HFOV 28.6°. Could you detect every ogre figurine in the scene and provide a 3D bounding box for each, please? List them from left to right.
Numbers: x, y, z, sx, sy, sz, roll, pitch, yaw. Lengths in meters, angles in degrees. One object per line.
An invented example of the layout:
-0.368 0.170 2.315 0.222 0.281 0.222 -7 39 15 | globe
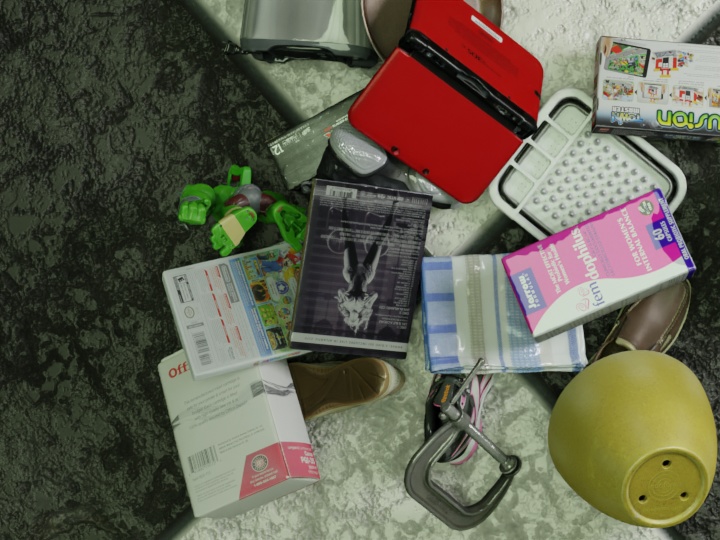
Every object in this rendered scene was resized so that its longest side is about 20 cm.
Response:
-0.136 -0.071 1.706 0.198 0.120 0.099 -15 114 -21 | ogre figurine

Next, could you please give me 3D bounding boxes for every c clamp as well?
0.133 0.223 1.689 0.171 0.200 0.027 -46 42 -7 | c clamp

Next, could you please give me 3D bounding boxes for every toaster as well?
-0.066 -0.319 1.716 0.197 0.114 0.131 5 89 12 | toaster

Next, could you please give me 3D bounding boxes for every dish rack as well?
0.271 -0.100 1.699 0.199 0.044 0.172 39 96 6 | dish rack

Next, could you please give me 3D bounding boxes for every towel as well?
0.170 0.050 1.690 0.197 0.024 0.149 -1 76 -8 | towel

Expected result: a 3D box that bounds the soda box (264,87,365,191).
-0.013 -0.172 1.735 0.198 0.063 0.071 -28 88 10 | soda box

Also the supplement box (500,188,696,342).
0.272 -0.003 1.624 0.198 0.103 0.102 -25 81 8 | supplement box

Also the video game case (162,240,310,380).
-0.124 0.044 1.695 0.198 0.018 0.144 -13 63 -16 | video game case

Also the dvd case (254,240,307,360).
-0.056 0.025 1.772 0.198 0.022 0.148 -18 89 11 | dvd case

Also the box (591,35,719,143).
0.373 -0.210 1.658 0.197 0.035 0.112 5 82 1 | box

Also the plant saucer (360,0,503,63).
0.080 -0.315 1.684 0.198 0.034 0.203 0 90 -29 | plant saucer

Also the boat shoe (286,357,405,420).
-0.039 0.146 1.749 0.198 0.065 0.073 -12 77 30 | boat shoe

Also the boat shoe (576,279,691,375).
0.326 0.090 1.682 0.074 0.075 0.203 34 97 7 | boat shoe

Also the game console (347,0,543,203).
0.103 -0.213 1.668 0.199 0.174 0.118 33 137 -24 | game console

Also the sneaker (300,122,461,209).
0.023 -0.099 1.707 0.199 0.076 0.114 21 127 -31 | sneaker

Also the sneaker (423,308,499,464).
0.119 0.140 1.706 0.079 0.086 0.203 6 93 22 | sneaker

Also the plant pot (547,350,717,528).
0.328 0.213 1.617 0.197 0.142 0.202 -3 112 -7 | plant pot

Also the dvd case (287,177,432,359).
0.000 0.000 1.663 0.147 0.016 0.203 6 99 -18 | dvd case

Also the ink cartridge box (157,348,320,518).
-0.149 0.183 1.723 0.145 0.083 0.202 -25 70 23 | ink cartridge box
